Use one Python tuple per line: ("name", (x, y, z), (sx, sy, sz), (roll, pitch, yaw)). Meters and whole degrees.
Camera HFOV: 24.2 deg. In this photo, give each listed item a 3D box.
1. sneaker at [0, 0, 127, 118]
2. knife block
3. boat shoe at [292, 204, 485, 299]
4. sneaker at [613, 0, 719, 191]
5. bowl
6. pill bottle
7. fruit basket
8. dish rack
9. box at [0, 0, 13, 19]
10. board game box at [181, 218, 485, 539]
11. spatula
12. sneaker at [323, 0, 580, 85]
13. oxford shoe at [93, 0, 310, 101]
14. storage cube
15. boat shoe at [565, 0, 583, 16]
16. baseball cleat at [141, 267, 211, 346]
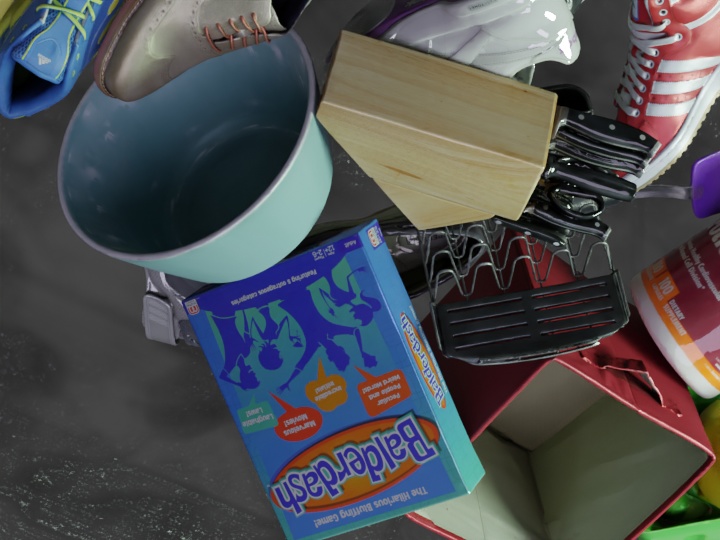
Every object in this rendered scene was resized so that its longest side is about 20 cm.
("sneaker", (-0.183, -0.175, 1.119), (0.076, 0.105, 0.200), (30, 117, -23))
("knife block", (0.092, -0.090, 1.111), (0.175, 0.064, 0.200), (-11, 141, 33))
("boat shoe", (0.000, 0.000, 1.253), (0.199, 0.065, 0.072), (-20, 111, -13))
("sneaker", (0.206, -0.152, 1.198), (0.112, 0.071, 0.200), (27, 109, -27))
("bowl", (-0.098, -0.072, 1.165), (0.200, 0.202, 0.105), (-28, 142, 12))
("pill bottle", (0.318, 0.000, 1.287), (0.200, 0.114, 0.114), (-36, 120, 17))
("fruit basket", (0.304, 0.145, 1.356), (0.214, 0.156, 0.216), (-5, 139, -5))
("dish rack", (0.108, -0.031, 1.201), (0.152, 0.201, 0.055), (-11, 148, 1))
("box", (-0.299, -0.162, 1.149), (0.075, 0.050, 0.200), (31, 115, -23))
("board game box", (-0.020, 0.083, 1.198), (0.151, 0.045, 0.201), (-21, 97, 24))
("spatula", (0.215, -0.058, 1.292), (0.199, 0.021, 0.057), (-10, 123, 1))
("sneaker", (0.058, -0.148, 1.143), (0.199, 0.075, 0.100), (-12, 126, 42))
("oxford shoe", (-0.090, -0.175, 1.114), (0.200, 0.074, 0.071), (-41, 149, 2))
("storage cube", (0.140, 0.108, 1.301), (0.170, 0.180, 0.200), (30, 115, -23))
("boat shoe", (0.102, -0.248, 1.114), (0.073, 0.068, 0.200), (3, 134, 28))
("baseball cleat", (-0.102, 0.048, 1.310), (0.106, 0.070, 0.201), (-25, 113, 17))
